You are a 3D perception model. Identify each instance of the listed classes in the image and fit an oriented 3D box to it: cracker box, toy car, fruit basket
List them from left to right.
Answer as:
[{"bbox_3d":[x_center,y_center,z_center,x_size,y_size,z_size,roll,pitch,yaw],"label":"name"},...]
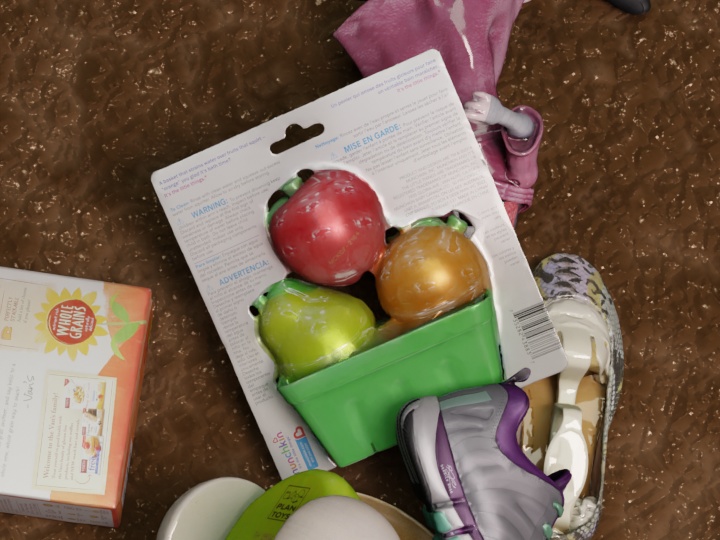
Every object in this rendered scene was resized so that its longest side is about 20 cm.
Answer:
[{"bbox_3d":[-0.228,0.067,1.130,0.198,0.058,0.135,9,70,-3],"label":"cracker box"},{"bbox_3d":[-0.040,0.211,1.032,0.150,0.174,0.201,38,68,-28],"label":"toy car"},{"bbox_3d":[0.000,0.000,1.124,0.184,0.094,0.202,-24,90,5],"label":"fruit basket"}]

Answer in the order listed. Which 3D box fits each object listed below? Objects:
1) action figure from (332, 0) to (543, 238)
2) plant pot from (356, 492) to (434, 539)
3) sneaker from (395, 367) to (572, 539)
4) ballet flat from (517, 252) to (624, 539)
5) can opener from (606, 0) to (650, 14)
[{"bbox_3d":[0.062,-0.088,1.206,0.148,0.133,0.202,-13,83,-53],"label":"action figure"},{"bbox_3d":[-0.025,0.226,1.110,0.198,0.028,0.202,1,72,-4],"label":"plant pot"},{"bbox_3d":[0.088,0.158,1.070,0.087,0.074,0.202,-18,93,-7],"label":"sneaker"},{"bbox_3d":[0.123,0.078,1.151,0.071,0.072,0.202,8,70,-2],"label":"ballet flat"},{"bbox_3d":[0.114,-0.236,1.259,0.199,0.079,0.064,28,76,-7],"label":"can opener"}]
